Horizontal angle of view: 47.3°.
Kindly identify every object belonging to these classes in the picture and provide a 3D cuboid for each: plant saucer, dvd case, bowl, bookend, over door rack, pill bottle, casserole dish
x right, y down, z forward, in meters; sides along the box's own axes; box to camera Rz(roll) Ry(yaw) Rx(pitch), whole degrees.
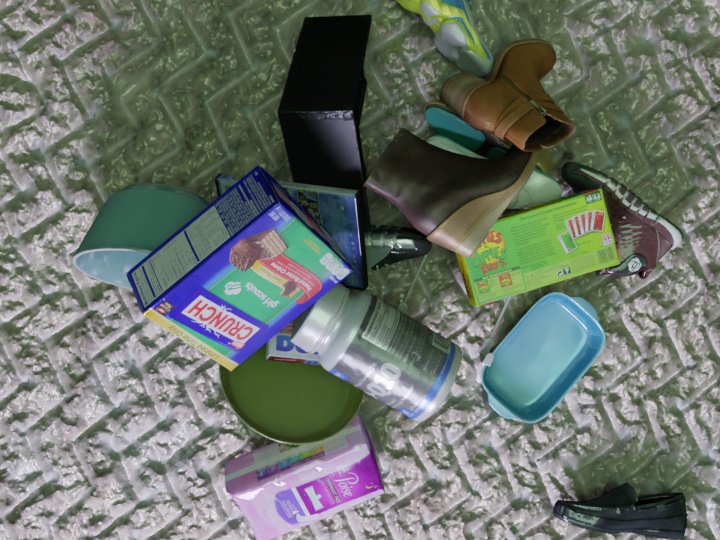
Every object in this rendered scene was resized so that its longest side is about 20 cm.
[{"bbox_3d":[-0.092,0.141,1.100,0.199,0.031,0.201,10,56,-15],"label":"plant saucer"},{"bbox_3d":[-0.088,-0.049,1.062,0.199,0.018,0.143,9,127,20],"label":"dvd case"},{"bbox_3d":[-0.257,-0.043,1.055,0.200,0.201,0.105,6,73,-5],"label":"bowl"},{"bbox_3d":[-0.030,-0.191,1.075,0.092,0.199,0.200,1,138,9],"label":"bookend"},{"bbox_3d":[0.143,0.009,1.134,0.147,0.067,0.201,22,91,-6],"label":"over door rack"},{"bbox_3d":[0.019,0.098,1.052,0.200,0.114,0.114,30,91,-6],"label":"pill bottle"},{"bbox_3d":[0.254,0.121,1.164,0.121,0.039,0.200,40,90,-5],"label":"casserole dish"}]

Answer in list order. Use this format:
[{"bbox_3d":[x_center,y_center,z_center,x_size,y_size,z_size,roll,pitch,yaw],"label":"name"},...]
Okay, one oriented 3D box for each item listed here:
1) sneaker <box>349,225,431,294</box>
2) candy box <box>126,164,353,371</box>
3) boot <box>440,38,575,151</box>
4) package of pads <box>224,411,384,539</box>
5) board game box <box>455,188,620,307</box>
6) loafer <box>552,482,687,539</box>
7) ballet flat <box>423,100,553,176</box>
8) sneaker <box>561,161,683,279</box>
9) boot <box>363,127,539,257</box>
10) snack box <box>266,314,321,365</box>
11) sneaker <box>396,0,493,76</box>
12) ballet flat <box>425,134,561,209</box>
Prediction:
[{"bbox_3d":[0.000,0.000,1.116,0.199,0.075,0.116,2,103,17],"label":"sneaker"},{"bbox_3d":[-0.137,0.003,0.958,0.200,0.077,0.169,-38,140,8],"label":"candy box"},{"bbox_3d":[0.222,-0.227,1.062,0.200,0.155,0.077,-24,137,-31],"label":"boot"},{"bbox_3d":[-0.073,0.281,1.114,0.199,0.076,0.121,-21,130,-2],"label":"package of pads"},{"bbox_3d":[0.228,-0.031,1.082,0.199,0.048,0.102,-17,94,-5],"label":"board game box"},{"bbox_3d":[0.371,0.338,1.176,0.200,0.068,0.071,7,85,-10],"label":"loafer"},{"bbox_3d":[0.179,-0.186,1.135,0.200,0.069,0.063,33,64,-8],"label":"ballet flat"},{"bbox_3d":[0.341,-0.057,1.142,0.200,0.076,0.116,33,94,-6],"label":"sneaker"},{"bbox_3d":[0.119,-0.132,1.032,0.166,0.072,0.200,37,69,0],"label":"boot"},{"bbox_3d":[-0.027,0.094,1.115,0.199,0.024,0.072,7,67,-17],"label":"snack box"},{"bbox_3d":[0.128,-0.360,1.105,0.200,0.076,0.105,44,79,-16],"label":"sneaker"},{"bbox_3d":[0.169,-0.119,1.113,0.199,0.069,0.070,23,92,7],"label":"ballet flat"}]
